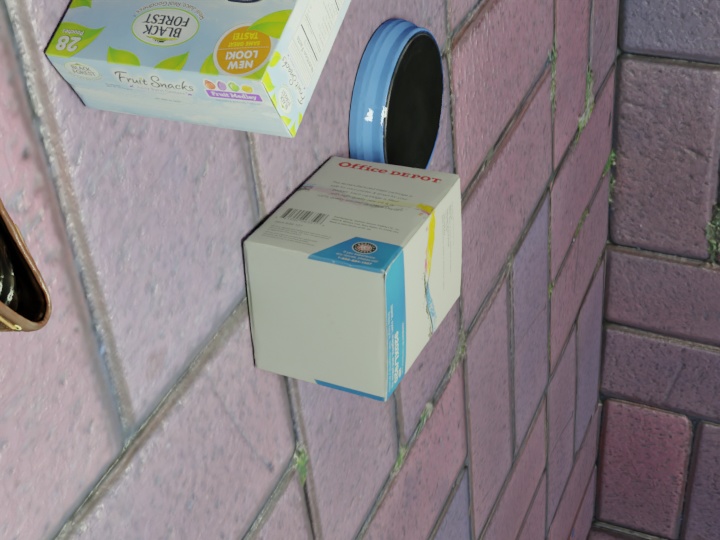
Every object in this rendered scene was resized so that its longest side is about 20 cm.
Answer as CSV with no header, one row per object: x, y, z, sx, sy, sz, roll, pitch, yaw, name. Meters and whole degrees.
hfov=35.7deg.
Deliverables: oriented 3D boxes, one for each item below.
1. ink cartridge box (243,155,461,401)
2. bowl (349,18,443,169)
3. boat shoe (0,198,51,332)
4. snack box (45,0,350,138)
0.000,0.000,1.095,0.200,0.146,0.146,-49,143,-50,ink cartridge box
0.046,-0.180,1.265,0.200,0.039,0.203,11,90,-68,bowl
-0.230,-0.040,0.618,0.071,0.070,0.201,-63,152,-32,boat shoe
-0.091,-0.197,0.750,0.068,0.167,0.202,57,48,-58,snack box
